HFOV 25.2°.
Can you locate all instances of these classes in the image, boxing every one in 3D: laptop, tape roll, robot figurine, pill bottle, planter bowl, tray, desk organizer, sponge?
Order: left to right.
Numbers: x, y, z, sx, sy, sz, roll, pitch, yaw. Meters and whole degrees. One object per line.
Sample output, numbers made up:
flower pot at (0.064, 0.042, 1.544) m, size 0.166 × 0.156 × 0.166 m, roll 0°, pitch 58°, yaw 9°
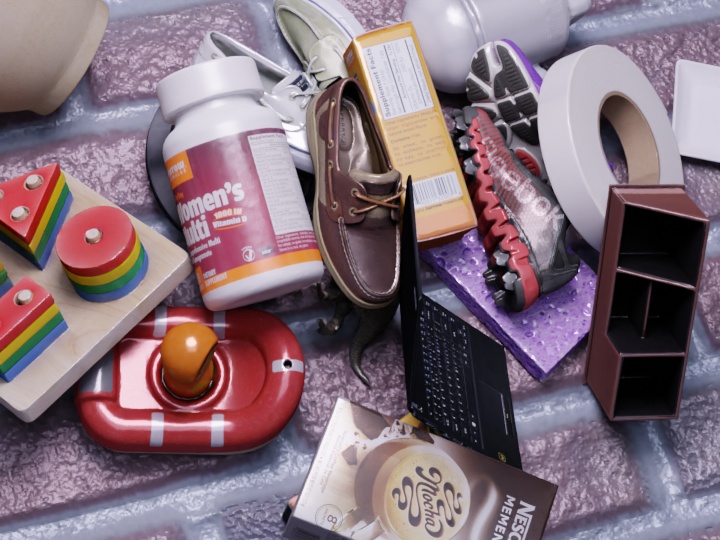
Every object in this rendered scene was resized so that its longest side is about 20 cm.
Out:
planter bowl at (-0.314, -0.223, 1.460) m, size 0.134 × 0.200 × 0.201 m, roll 31°, pitch 64°, yaw -26°
pill bottle at (-0.108, -0.075, 1.391) m, size 0.109 × 0.110 × 0.201 m, roll -15°, pitch 85°, yaw -15°
laptop at (0.088, 0.048, 1.376) m, size 0.200 × 0.103 × 0.178 m, roll 33°, pitch 30°, yaw -24°
robot figurine at (0.123, -0.242, 1.565) m, size 0.199 × 0.113 × 0.170 m, roll -24°, pitch 85°, yaw -17°
sponge at (0.140, -0.005, 1.521) m, size 0.111 × 0.030 × 0.200 m, roll -40°, pitch 79°, yaw -21°
tape roll at (0.238, -0.111, 1.513) m, size 0.202 × 0.037 × 0.204 m, roll 22°, pitch 60°, yaw -44°
desk organizer at (0.254, 0.030, 1.436) m, size 0.071 × 0.201 × 0.077 m, roll -1°, pitch 25°, yaw -10°
tray at (0.408, -0.144, 1.624) m, size 0.199 × 0.022 × 0.108 m, roll 11°, pitch 67°, yaw -5°

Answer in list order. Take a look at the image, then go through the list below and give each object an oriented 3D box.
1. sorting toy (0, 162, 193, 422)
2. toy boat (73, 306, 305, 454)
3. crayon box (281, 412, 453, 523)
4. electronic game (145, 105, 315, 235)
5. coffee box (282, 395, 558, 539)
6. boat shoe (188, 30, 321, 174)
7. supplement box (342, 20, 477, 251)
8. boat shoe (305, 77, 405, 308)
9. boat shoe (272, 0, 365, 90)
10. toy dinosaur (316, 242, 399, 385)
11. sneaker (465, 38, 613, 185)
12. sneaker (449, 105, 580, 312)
sorting toy at (-0.284, -0.003, 1.385) m, size 0.200 × 0.070 × 0.199 m, roll 31°, pitch 64°, yaw 33°
toy boat at (-0.145, 0.084, 1.384) m, size 0.199 × 0.131 × 0.131 m, roll 1°, pitch 69°, yaw -9°
crayon box at (0.048, 0.201, 1.414) m, size 0.200 × 0.051 × 0.127 m, roll -35°, pitch 77°, yaw -20°
electronic game at (-0.103, -0.102, 1.511) m, size 0.199 × 0.042 × 0.201 m, roll 6°, pitch 68°, yaw -15°
coffee box at (0.050, 0.200, 1.343) m, size 0.199 × 0.080 × 0.114 m, roll 22°, pitch 66°, yaw 0°
boat shoe at (-0.068, -0.149, 1.456) m, size 0.199 × 0.067 × 0.074 m, roll 26°, pitch 34°, yaw 4°
supplement box at (0.044, -0.122, 1.481) m, size 0.068 × 0.067 × 0.201 m, roll -14°, pitch 83°, yaw -12°
boat shoe at (0.001, -0.069, 1.393) m, size 0.072 × 0.072 × 0.201 m, roll -4°, pitch 79°, yaw -24°
boat shoe at (-0.019, -0.193, 1.541) m, size 0.200 × 0.072 × 0.062 m, roll 47°, pitch 53°, yaw 8°
toy dinosaur at (0.000, 0.000, 1.457) m, size 0.102 × 0.077 × 0.201 m, roll -17°, pitch 84°, yaw -24°
sneaker at (0.173, -0.143, 1.536) m, size 0.200 × 0.080 × 0.084 m, roll 52°, pitch 50°, yaw -26°
sneaker at (0.144, -0.064, 1.491) m, size 0.097 × 0.071 × 0.201 m, roll -16°, pitch 74°, yaw -14°
